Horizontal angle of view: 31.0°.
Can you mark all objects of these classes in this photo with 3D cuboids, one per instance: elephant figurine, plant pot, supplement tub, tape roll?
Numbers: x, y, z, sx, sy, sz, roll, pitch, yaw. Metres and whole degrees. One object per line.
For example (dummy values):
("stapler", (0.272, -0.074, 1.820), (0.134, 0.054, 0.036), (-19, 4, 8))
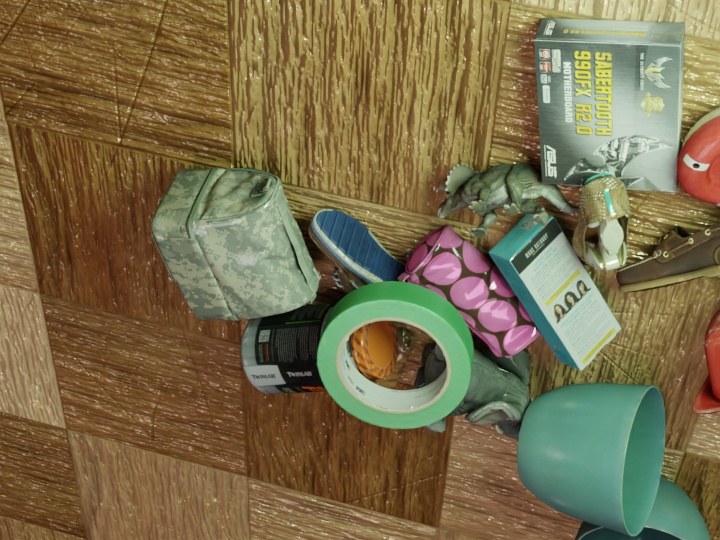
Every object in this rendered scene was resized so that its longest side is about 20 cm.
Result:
("elephant figurine", (0.180, 0.166, 1.786), (0.199, 0.155, 0.142), (14, 93, -5))
("plant pot", (0.413, 0.375, 1.865), (0.199, 0.135, 0.201), (12, 135, 12))
("plant pot", (0.306, 0.242, 1.747), (0.160, 0.201, 0.201), (7, 135, 27))
("supplement tub", (-0.056, 0.108, 1.801), (0.199, 0.123, 0.123), (-6, 129, 32))
("tape roll", (0.045, 0.111, 1.671), (0.200, 0.048, 0.201), (5, 122, 7))

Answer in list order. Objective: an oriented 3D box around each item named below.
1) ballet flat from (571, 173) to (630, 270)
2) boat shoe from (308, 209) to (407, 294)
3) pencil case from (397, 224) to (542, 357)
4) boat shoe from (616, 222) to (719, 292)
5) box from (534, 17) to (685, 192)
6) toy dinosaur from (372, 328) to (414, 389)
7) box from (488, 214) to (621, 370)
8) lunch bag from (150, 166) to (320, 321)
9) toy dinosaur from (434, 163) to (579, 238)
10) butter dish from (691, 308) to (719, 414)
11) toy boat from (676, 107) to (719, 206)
("ballet flat", (0.286, -0.038, 1.527), (0.070, 0.065, 0.200), (-15, 151, 6))
("boat shoe", (0.000, 0.000, 1.720), (0.200, 0.072, 0.072), (40, 135, -17))
("pencil case", (0.148, 0.033, 1.678), (0.200, 0.094, 0.091), (39, 172, -13))
("boat shoe", (0.391, -0.020, 1.551), (0.200, 0.070, 0.071), (-16, 87, 42))
("box", (0.279, -0.183, 1.449), (0.158, 0.048, 0.200), (6, 134, 17))
("toy dinosaur", (0.026, 0.164, 1.875), (0.106, 0.061, 0.200), (18, 136, 3))
("box", (0.246, 0.027, 1.631), (0.200, 0.082, 0.049), (54, 164, -28))
("lunch bag", (-0.155, -0.034, 1.701), (0.167, 0.140, 0.200), (0, 132, 23))
("toy dinosaur", (0.176, -0.096, 1.548), (0.199, 0.103, 0.077), (-10, 135, 18))
("butter dish", (0.487, 0.066, 1.533), (0.199, 0.200, 0.148), (-14, 102, 33))
("toy boat", (0.442, -0.090, 1.411), (0.199, 0.131, 0.131), (22, 136, -1))
